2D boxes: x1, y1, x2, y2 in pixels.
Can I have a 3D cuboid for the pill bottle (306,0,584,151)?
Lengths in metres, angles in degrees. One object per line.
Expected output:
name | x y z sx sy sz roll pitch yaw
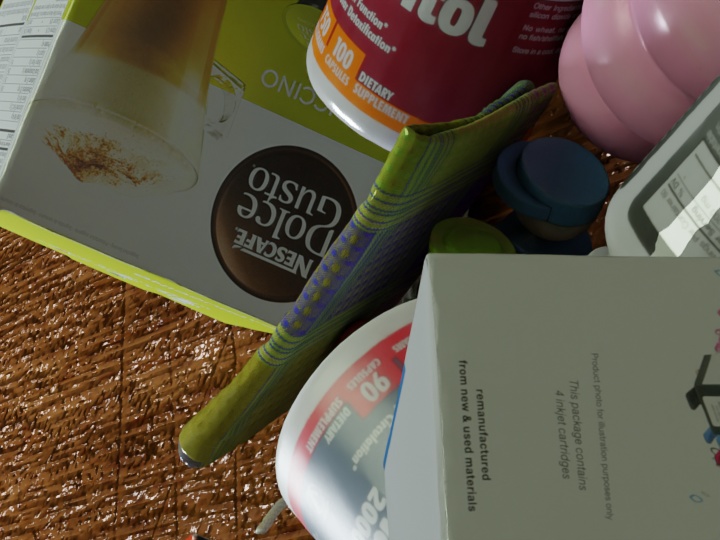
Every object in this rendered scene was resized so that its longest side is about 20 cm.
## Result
pill bottle | 0.060 -0.154 1.335 0.113 0.112 0.201 -105 34 -54

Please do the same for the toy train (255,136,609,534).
toy train | 0.033 0.028 1.269 0.200 0.084 0.116 -38 -24 -43

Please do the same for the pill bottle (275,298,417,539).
pill bottle | 0.066 0.113 1.158 0.200 0.119 0.120 46 111 36

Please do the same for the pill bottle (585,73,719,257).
pill bottle | 0.166 -0.023 1.134 0.200 0.114 0.114 -49 29 23

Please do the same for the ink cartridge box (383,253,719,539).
ink cartridge box | 0.115 0.091 0.981 0.148 0.198 0.145 100 169 -57

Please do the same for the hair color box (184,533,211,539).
hair color box | -0.074 0.191 1.403 0.200 0.101 0.062 -42 28 60

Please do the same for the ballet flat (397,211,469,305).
ballet flat | 0.042 -0.006 1.469 0.201 0.046 0.068 -84 9 -45

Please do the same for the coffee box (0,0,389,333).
coffee box | -0.093 -0.089 1.587 0.199 0.199 0.200 -68 18 -4

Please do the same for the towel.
towel | 0.000 0.000 1.297 0.200 0.023 0.143 -53 -12 29

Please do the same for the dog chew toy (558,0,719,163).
dog chew toy | 0.151 -0.105 1.255 0.200 0.124 0.125 -38 35 59
